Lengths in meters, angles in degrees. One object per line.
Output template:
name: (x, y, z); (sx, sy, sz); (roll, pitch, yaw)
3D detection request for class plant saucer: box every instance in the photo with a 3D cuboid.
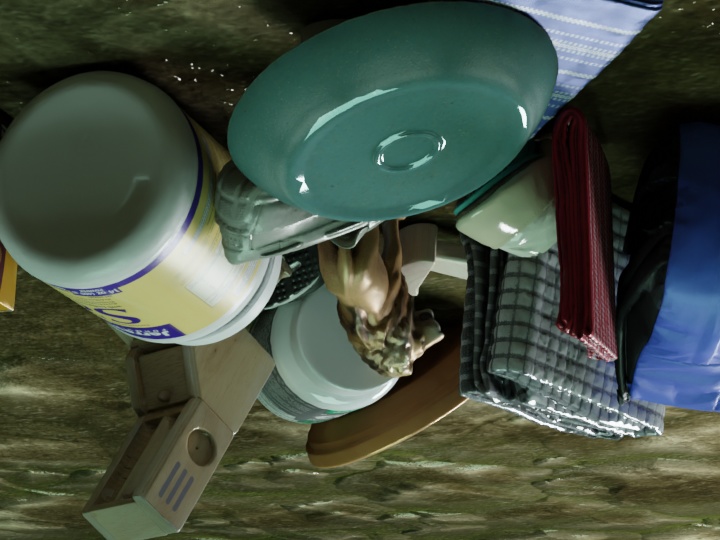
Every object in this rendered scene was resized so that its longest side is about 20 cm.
plant saucer: (0.024, -0.081, 1.282); (0.200, 0.036, 0.200); (-12, 152, -6)
plant saucer: (0.035, 0.104, 1.928); (0.200, 0.037, 0.200); (-30, -171, 5)

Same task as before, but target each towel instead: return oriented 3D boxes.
towel: (0.146, -0.018, 1.421); (0.022, 0.145, 0.200); (-2, 172, 11)
towel: (0.068, -0.117, 1.303); (0.145, 0.024, 0.200); (8, 144, -36)
towel: (0.148, 0.031, 1.634); (0.085, 0.166, 0.200); (-6, 162, 41)

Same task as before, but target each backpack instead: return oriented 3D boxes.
backpack: (0.260, -0.010, 1.505); (0.167, 0.163, 0.200); (2, 154, 4)

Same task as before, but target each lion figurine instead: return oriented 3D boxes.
lion figurine: (0.000, 0.000, 1.615); (0.072, 0.123, 0.200); (-5, 161, 21)

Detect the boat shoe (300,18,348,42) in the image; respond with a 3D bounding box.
boat shoe: (0.031, -0.098, 1.397); (0.073, 0.063, 0.200); (-11, 158, 36)

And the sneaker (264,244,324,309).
sneaker: (-0.090, -0.001, 1.737); (0.200, 0.074, 0.080); (-9, 175, 43)

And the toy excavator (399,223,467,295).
toy excavator: (0.131, 0.023, 1.762); (0.194, 0.100, 0.200); (-1, 149, 11)

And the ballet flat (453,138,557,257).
ballet flat: (0.112, -0.044, 1.439); (0.069, 0.070, 0.200); (-3, -167, 15)

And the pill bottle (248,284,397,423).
pill bottle: (-0.025, 0.061, 1.790); (0.113, 0.113, 0.200); (5, 171, -12)

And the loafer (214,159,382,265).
loafer: (-0.010, -0.051, 1.454); (0.200, 0.070, 0.070); (-13, -147, -32)

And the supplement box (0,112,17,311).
supplement box: (-0.354, -0.056, 1.451); (0.197, 0.133, 0.200); (-4, 162, 17)

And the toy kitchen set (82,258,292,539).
toy kitchen set: (-0.154, 0.061, 1.621); (0.163, 0.181, 0.200); (-16, 124, 43)

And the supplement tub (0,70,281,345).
supplement tub: (-0.144, -0.034, 1.481); (0.145, 0.146, 0.200); (-4, 161, 19)
